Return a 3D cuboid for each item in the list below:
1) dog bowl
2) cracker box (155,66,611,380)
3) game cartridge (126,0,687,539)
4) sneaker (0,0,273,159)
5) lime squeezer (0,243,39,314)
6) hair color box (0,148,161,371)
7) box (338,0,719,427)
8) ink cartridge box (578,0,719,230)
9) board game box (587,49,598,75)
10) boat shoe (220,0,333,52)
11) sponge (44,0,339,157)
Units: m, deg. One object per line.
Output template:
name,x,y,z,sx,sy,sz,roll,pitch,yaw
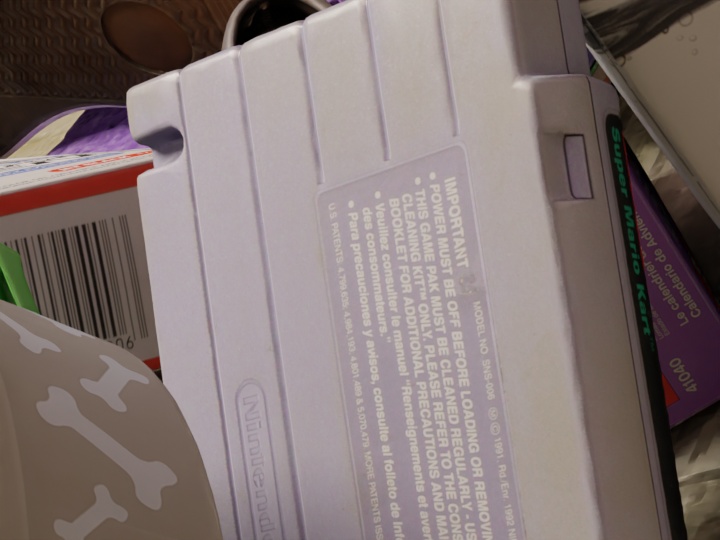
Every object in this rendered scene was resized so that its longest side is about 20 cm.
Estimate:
dog bowl,-0.089,0.099,0.591,0.200,0.059,0.200,-27,59,57
cracker box,0.001,-0.042,0.907,0.134,0.058,0.200,-7,40,52
game cartridge,0.011,0.039,0.627,0.130,0.038,0.200,-16,77,38
sneaker,-0.081,-0.096,0.887,0.200,0.073,0.085,-13,38,51
lime squeezer,-0.057,0.091,0.673,0.038,0.071,0.200,-15,61,14
hair color box,-0.135,0.004,0.838,0.111,0.064,0.200,-15,7,-35
box,0.026,-0.066,0.730,0.039,0.200,0.137,-31,24,7
ink cartridge box,0.081,-0.093,0.693,0.084,0.200,0.145,-35,23,8
board game box,0.060,-0.170,0.842,0.200,0.135,0.034,-58,-1,-6
boat shoe,0.000,0.000,0.744,0.074,0.073,0.200,-28,47,-2
sponge,-0.021,-0.083,0.904,0.200,0.030,0.112,-51,25,-21
